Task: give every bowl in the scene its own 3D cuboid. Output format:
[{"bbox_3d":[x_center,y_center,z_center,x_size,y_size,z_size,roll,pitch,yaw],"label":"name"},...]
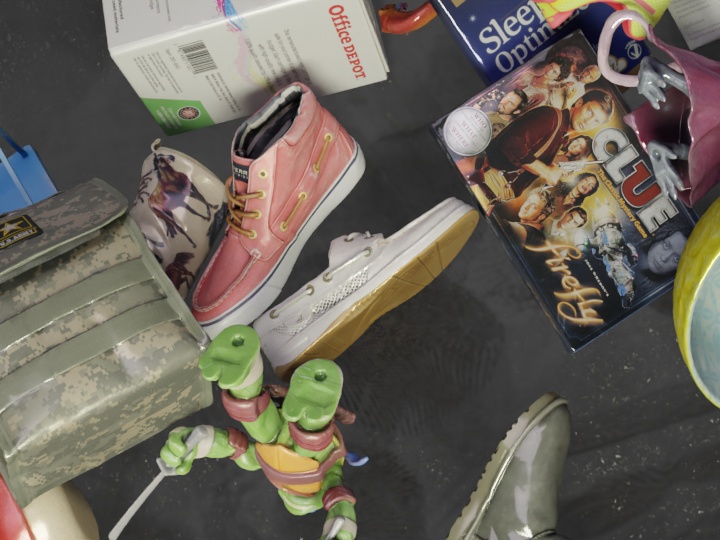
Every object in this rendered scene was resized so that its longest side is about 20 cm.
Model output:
[{"bbox_3d":[0.299,-0.004,1.041,0.198,0.201,0.108,-26,35,2],"label":"bowl"}]

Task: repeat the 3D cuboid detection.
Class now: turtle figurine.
[{"bbox_3d":[-0.071,0.147,1.027,0.198,0.195,0.144,-24,53,-18],"label":"turtle figurine"}]

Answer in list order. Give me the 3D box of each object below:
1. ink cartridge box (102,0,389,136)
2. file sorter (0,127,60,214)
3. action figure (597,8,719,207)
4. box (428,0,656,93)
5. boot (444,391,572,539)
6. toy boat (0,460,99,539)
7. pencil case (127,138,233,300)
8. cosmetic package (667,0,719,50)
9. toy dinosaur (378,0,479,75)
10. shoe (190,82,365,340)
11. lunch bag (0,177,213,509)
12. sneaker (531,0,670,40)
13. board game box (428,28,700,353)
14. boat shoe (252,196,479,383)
[{"bbox_3d":[-0.089,-0.197,1.188,0.197,0.145,0.085,-14,66,7],"label":"ink cartridge box"},{"bbox_3d":[-0.338,-0.013,1.193,0.199,0.123,0.139,-34,68,0],"label":"file sorter"},{"bbox_3d":[0.286,-0.131,1.091,0.198,0.135,0.149,-25,59,-21],"label":"action figure"},{"bbox_3d":[0.129,-0.202,1.140,0.121,0.032,0.201,-38,108,-2],"label":"box"},{"bbox_3d":[0.166,0.208,1.039,0.199,0.072,0.183,30,94,26],"label":"boot"},{"bbox_3d":[-0.290,0.176,1.111,0.130,0.131,0.200,-41,68,-9],"label":"toy boat"},{"bbox_3d":[-0.176,0.000,1.177,0.089,0.078,0.202,28,79,-4],"label":"pencil case"},{"bbox_3d":[0.258,-0.281,1.106,0.081,0.112,0.201,-38,104,-36],"label":"cosmetic package"},{"bbox_3d":[0.090,-0.259,1.176,0.181,0.202,0.105,-32,47,-34],"label":"toy dinosaur"},{"bbox_3d":[-0.083,-0.048,1.153,0.071,0.091,0.201,22,70,48],"label":"shoe"},{"bbox_3d":[-0.218,0.033,1.055,0.163,0.118,0.201,-27,65,-19],"label":"lunch bag"},{"bbox_3d":[0.138,-0.225,1.075,0.198,0.078,0.091,20,105,0],"label":"sneaker"},{"bbox_3d":[0.160,-0.060,1.113,0.135,0.035,0.201,-33,88,-1],"label":"board game box"},{"bbox_3d":[0.000,0.000,1.144,0.199,0.071,0.070,-38,68,0],"label":"boat shoe"}]
